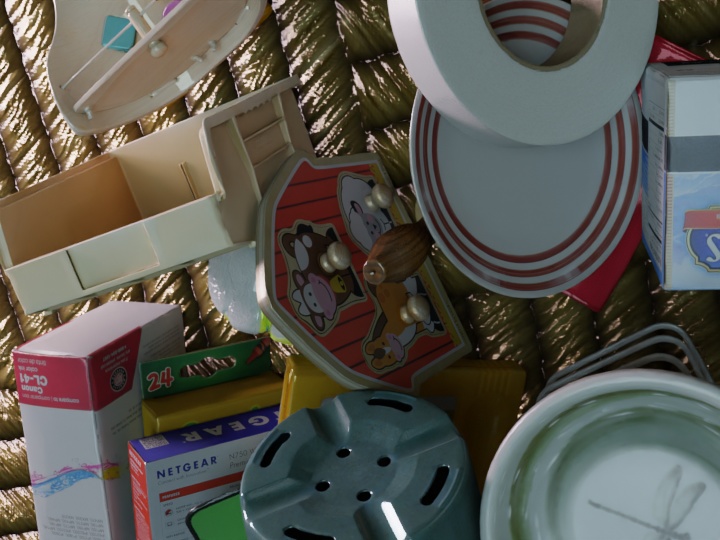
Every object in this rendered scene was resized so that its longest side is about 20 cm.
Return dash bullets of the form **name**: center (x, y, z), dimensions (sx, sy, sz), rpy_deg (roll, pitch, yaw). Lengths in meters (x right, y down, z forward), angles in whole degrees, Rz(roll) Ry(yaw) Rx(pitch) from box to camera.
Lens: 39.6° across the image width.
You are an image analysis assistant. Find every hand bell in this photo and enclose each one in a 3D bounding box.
- **hand bell**: center (0.049, -0.031, 0.700), dimensions (0.102, 0.200, 0.106), rpy_deg (9, 110, 24)

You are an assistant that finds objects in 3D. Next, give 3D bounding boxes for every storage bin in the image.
- **storage bin**: center (-0.149, -0.058, 0.770), dimensions (0.196, 0.199, 0.095), rpy_deg (-16, 103, 22)

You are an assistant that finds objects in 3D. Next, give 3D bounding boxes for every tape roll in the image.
- **tape roll**: center (0.108, -0.182, 0.642), dimensions (0.037, 0.200, 0.207), rpy_deg (7, 113, 62)

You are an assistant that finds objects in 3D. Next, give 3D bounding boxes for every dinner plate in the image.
- **dinner plate**: center (0.114, -0.084, 0.685), dimensions (0.024, 0.197, 0.204), rpy_deg (7, 113, 61)

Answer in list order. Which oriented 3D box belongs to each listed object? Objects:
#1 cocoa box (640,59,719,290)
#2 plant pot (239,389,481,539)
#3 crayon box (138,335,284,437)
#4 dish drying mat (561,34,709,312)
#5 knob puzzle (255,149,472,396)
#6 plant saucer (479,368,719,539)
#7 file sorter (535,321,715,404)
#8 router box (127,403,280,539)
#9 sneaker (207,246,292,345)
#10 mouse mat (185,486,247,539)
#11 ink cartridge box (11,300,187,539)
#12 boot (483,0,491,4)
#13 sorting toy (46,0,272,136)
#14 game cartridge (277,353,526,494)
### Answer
- **cocoa box**: center (0.285, -0.067, 0.641), dimensions (0.195, 0.133, 0.134), rpy_deg (-1, 105, 10)
- **plant pot**: center (0.012, 0.202, 0.666), dimensions (0.196, 0.201, 0.199), rpy_deg (-1, 123, 19)
- **crayon box**: center (-0.119, 0.169, 0.860), dimensions (0.051, 0.125, 0.205), rpy_deg (22, 119, 59)
- **dish drying mat**: center (0.192, -0.072, 0.746), dimensions (0.076, 0.018, 0.203), rpy_deg (27, 112, 10)
- **knob puzzle**: center (0.000, 0.000, 0.717), dimensions (0.030, 0.219, 0.222), rpy_deg (-29, 94, 36)
- **plant saucer**: center (0.169, 0.152, 0.582), dimensions (0.196, 0.050, 0.205), rpy_deg (4, 100, 21)
- **file sorter**: center (0.191, 0.133, 0.705), dimensions (0.137, 0.200, 0.126), rpy_deg (-29, 90, 23)
- **router box**: center (-0.084, 0.210, 0.830), dimensions (0.049, 0.196, 0.184), rpy_deg (22, 117, 58)
- **sneaker**: center (-0.041, 0.022, 0.825), dimensions (0.198, 0.104, 0.077), rpy_deg (24, 105, 45)
- **mouse mat**: center (-0.032, 0.222, 0.783), dimensions (0.158, 0.008, 0.202), rpy_deg (-21, 127, -3)
- **ink cartridge box**: center (-0.216, 0.144, 0.873), dimensions (0.084, 0.147, 0.205), rpy_deg (4, 105, 20)
- **boot**: center (0.108, -0.219, 0.714), dimensions (0.200, 0.077, 0.156), rpy_deg (44, 103, 1)
- **sorting toy**: center (-0.177, -0.240, 0.790), dimensions (0.199, 0.107, 0.182), rpy_deg (-34, 84, 24)
- **game cartridge**: center (0.026, 0.155, 0.799), dimensions (0.196, 0.032, 0.180), rpy_deg (3, 109, -18)
